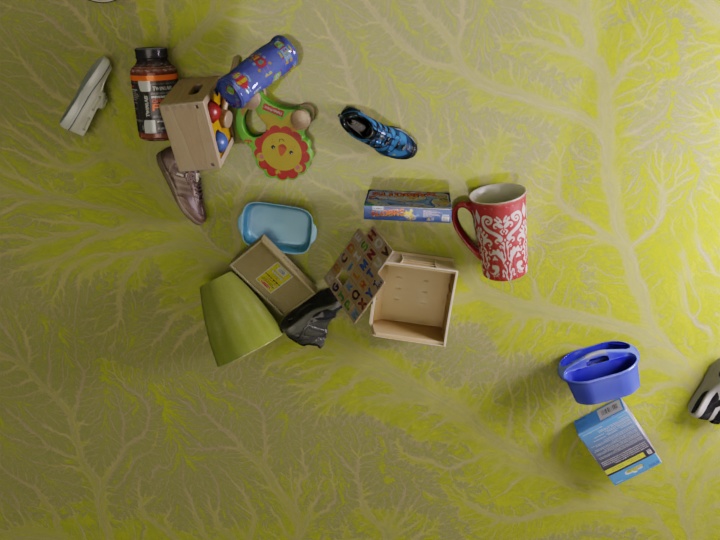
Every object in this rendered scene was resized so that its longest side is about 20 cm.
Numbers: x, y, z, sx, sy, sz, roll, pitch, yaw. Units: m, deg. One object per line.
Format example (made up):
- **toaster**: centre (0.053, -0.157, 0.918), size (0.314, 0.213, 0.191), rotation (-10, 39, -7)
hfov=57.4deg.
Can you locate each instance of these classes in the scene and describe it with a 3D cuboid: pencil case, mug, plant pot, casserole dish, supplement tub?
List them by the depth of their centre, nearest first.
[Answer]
- **pencil case**: centre (-0.225, -0.429, 1.432), size (0.078, 0.200, 0.087), rotation (39, 152, 5)
- **supplement tub**: centre (-0.467, -0.404, 1.503), size (0.106, 0.107, 0.202), rotation (0, 112, 6)
- **mug**: centre (0.320, -0.094, 1.556), size (0.133, 0.177, 0.202), rotation (-24, 117, -24)
- **casserole dish**: centre (-0.204, -0.110, 1.629), size (0.198, 0.039, 0.122), rotation (9, 112, 3)
- **plant pot**: centre (-0.322, 0.112, 1.668), size (0.186, 0.187, 0.201), rotation (-26, 92, 15)

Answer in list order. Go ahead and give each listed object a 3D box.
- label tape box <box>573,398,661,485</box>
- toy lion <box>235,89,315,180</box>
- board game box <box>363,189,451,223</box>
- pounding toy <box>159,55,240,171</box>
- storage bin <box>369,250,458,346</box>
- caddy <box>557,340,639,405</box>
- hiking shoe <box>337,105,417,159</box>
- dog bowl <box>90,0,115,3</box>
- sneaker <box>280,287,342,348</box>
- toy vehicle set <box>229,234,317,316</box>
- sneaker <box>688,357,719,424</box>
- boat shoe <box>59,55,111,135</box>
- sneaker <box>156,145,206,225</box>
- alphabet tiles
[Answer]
- **label tape box**: centre (0.683, 0.456, 1.747), size (0.143, 0.066, 0.200), rotation (-34, 107, 17)
- **toy lion**: centre (-0.201, -0.313, 1.542), size (0.198, 0.069, 0.193), rotation (22, 119, -3)
- **board game box**: centre (0.111, -0.151, 1.529), size (0.198, 0.136, 0.035), rotation (3, 113, 4)
- **pounding toy**: centre (-0.341, -0.357, 1.484), size (0.141, 0.201, 0.185), rotation (-3, 126, 7)
- **storage bin**: centre (0.127, 0.066, 1.634), size (0.196, 0.094, 0.202), rotation (7, 112, 3)
- **caddy**: centre (0.593, 0.244, 1.632), size (0.198, 0.142, 0.106), rotation (-18, 114, 12)
- **hiking shoe**: centre (0.037, -0.303, 1.502), size (0.198, 0.087, 0.075), rotation (24, 112, -4)
- **dog bowl**: centre (-0.557, -0.687, 1.420), size (0.198, 0.074, 0.202), rotation (2, 111, 4)
- **sneaker**: centre (-0.098, 0.125, 1.695), size (0.199, 0.076, 0.115), rotation (-35, 128, 0)
- **toy vehicle set**: centre (-0.219, 0.016, 1.661), size (0.124, 0.027, 0.200), rotation (-33, 113, 26)
- **sneaker**: centre (0.930, 0.302, 1.662), size (0.111, 0.073, 0.201), rotation (18, 120, -5)
- **boat shoe**: centre (-0.631, -0.409, 1.549), size (0.067, 0.074, 0.200), rotation (29, 114, -36)
- **sneaker**: centre (-0.417, -0.208, 1.595), size (0.075, 0.071, 0.201), rotation (-24, 108, 13)
- **alphabet tiles**: centre (0.000, 0.000, 1.602), size (0.008, 0.168, 0.201), rotation (13, 121, -45)
